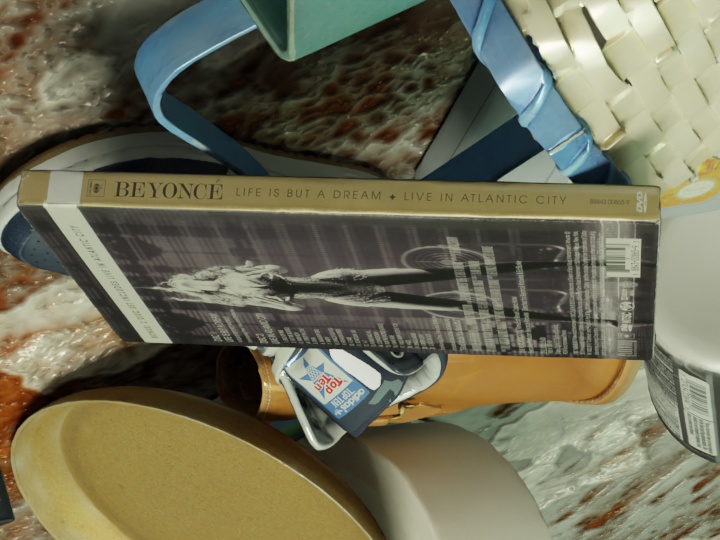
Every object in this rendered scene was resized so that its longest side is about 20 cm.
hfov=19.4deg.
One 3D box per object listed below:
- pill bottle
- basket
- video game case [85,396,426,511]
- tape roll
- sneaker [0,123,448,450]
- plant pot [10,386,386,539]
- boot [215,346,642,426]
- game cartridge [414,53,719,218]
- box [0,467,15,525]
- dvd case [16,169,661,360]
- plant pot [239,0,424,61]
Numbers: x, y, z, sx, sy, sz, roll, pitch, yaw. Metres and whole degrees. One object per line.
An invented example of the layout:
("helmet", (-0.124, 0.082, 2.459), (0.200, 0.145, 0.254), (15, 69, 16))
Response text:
("pill bottle", (0.195, 0.036, 1.068), (0.105, 0.107, 0.200), (-23, 156, 2))
("basket", (0.044, -0.078, 0.677), (0.199, 0.140, 0.176), (-33, 156, 7))
("video game case", (-0.049, 0.110, 1.122), (0.142, 0.018, 0.200), (-32, 153, 21))
("tape roll", (0.016, 0.178, 1.053), (0.070, 0.204, 0.203), (-3, 149, -35))
("sneaker", (-0.046, 0.010, 0.818), (0.199, 0.109, 0.070), (4, 145, -43))
("plant pot", (-0.069, 0.115, 0.985), (0.198, 0.028, 0.201), (18, 144, 13))
("boot", (0.028, 0.034, 0.931), (0.153, 0.074, 0.200), (-4, 166, -21))
("game cartridge", (0.128, -0.067, 0.896), (0.198, 0.042, 0.133), (-9, 156, -25))
("box", (-0.242, 0.065, 0.695), (0.181, 0.105, 0.200), (-18, 173, 10))
("dvd case", (0.000, 0.000, 0.705), (0.198, 0.016, 0.149), (1, 162, 8))
("plant pot", (0.042, -0.171, 0.484), (0.199, 0.142, 0.142), (-21, 146, -19))
